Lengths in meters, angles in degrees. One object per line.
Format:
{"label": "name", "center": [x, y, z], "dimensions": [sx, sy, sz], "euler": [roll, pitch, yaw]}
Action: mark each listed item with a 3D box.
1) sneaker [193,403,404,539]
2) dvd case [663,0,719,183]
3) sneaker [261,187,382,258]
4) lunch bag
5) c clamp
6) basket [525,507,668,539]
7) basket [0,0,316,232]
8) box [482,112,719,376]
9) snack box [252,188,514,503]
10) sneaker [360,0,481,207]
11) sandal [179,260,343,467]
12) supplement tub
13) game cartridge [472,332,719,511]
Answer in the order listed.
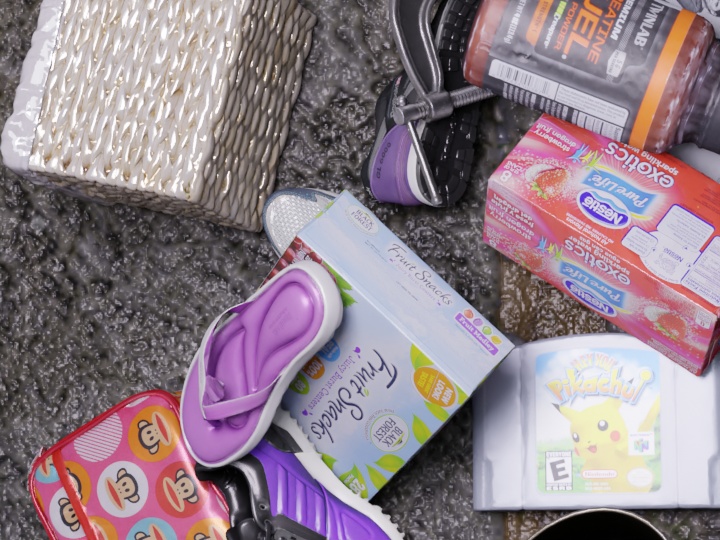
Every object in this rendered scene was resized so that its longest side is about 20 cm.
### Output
{"label": "sneaker", "center": [-0.049, 0.195, 1.661], "dimensions": [0.200, 0.070, 0.099], "euler": [46, 55, 2]}
{"label": "dvd case", "center": [0.254, -0.143, 1.635], "dimensions": [0.200, 0.025, 0.151], "euler": [32, 109, 4]}
{"label": "sneaker", "center": [0.000, 0.000, 1.700], "dimensions": [0.200, 0.086, 0.078], "euler": [40, 94, 16]}
{"label": "lunch bag", "center": [-0.168, 0.208, 1.730], "dimensions": [0.176, 0.082, 0.200], "euler": [-31, 78, 15]}
{"label": "c clamp", "center": [0.097, -0.162, 1.673], "dimensions": [0.200, 0.027, 0.171], "euler": [-25, 95, -29]}
{"label": "basket", "center": [0.171, 0.253, 1.559], "dimensions": [0.136, 0.200, 0.181], "euler": [30, 93, 17]}
{"label": "basket", "center": [-0.150, -0.141, 1.705], "dimensions": [0.160, 0.198, 0.201], "euler": [15, 87, 15]}
{"label": "box", "center": [0.198, -0.027, 1.625], "dimensions": [0.200, 0.096, 0.100], "euler": [32, 64, 17]}
{"label": "snack box", "center": [-0.003, 0.060, 1.625], "dimensions": [0.169, 0.200, 0.068], "euler": [43, 55, 3]}
{"label": "sneaker", "center": [0.050, -0.146, 1.712], "dimensions": [0.087, 0.076, 0.201], "euler": [2, 67, 45]}
{"label": "sandal", "center": [-0.086, 0.064, 1.572], "dimensions": [0.083, 0.050, 0.203], "euler": [54, 128, 23]}
{"label": "supplement tub", "center": [0.181, -0.150, 1.583], "dimensions": [0.199, 0.107, 0.107], "euler": [21, 89, 8]}
{"label": "game cartridge", "center": [0.181, 0.114, 1.661], "dimensions": [0.199, 0.040, 0.134], "euler": [-3, 79, 16]}
